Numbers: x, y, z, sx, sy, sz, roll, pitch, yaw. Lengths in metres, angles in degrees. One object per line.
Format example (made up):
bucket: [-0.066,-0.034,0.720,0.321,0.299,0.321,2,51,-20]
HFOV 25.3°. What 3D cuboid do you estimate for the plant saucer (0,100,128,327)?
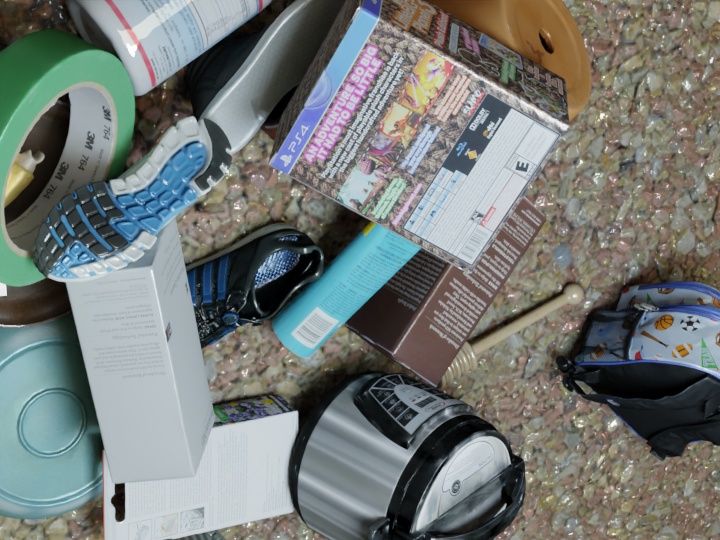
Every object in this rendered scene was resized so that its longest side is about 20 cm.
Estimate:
plant saucer: [-0.292,-0.052,1.378,0.198,0.032,0.203,-9,109,-26]

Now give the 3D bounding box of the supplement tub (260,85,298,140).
supplement tub: [0.004,-0.119,1.481,0.199,0.107,0.107,38,85,-32]

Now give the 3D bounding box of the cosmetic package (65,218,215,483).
cosmetic package: [-0.187,0.070,1.382,0.080,0.113,0.202,-7,115,8]

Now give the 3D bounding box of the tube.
tube: [0.000,0.000,1.498,0.200,0.051,0.077,-44,148,20]

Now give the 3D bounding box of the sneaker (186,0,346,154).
sneaker: [-0.082,-0.199,1.403,0.200,0.099,0.071,-45,130,8]

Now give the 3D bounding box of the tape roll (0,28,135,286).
tape roll: [-0.256,-0.088,1.275,0.201,0.048,0.201,-53,159,-31]

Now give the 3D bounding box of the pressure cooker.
pressure cooker: [0.055,0.205,1.532,0.177,0.199,0.179,-59,143,-9]

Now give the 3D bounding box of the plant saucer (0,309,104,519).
plant saucer: [-0.280,0.134,1.444,0.198,0.027,0.203,-9,108,-28]

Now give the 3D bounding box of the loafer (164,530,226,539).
loafer: [-0.214,0.301,1.516,0.198,0.075,0.070,-19,145,-25]

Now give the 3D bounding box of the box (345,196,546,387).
box: [0.083,0.002,1.567,0.075,0.100,0.201,38,85,-32]

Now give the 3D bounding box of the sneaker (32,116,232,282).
sneaker: [-0.192,-0.046,1.330,0.199,0.087,0.075,-38,92,-33]

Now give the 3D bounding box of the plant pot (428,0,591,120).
plant pot: [0.116,-0.180,1.452,0.199,0.139,0.202,30,49,-41]

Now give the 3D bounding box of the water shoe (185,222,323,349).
water shoe: [-0.124,0.024,1.468,0.199,0.079,0.072,-38,119,-15]

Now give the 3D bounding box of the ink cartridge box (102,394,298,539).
ink cartridge box: [-0.157,0.189,1.512,0.198,0.050,0.110,-8,113,-28]

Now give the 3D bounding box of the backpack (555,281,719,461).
backpack: [0.344,0.104,1.694,0.199,0.189,0.155,35,70,-32]

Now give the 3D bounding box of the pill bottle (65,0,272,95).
pill bottle: [-0.142,-0.246,1.359,0.199,0.108,0.109,-38,120,-15]

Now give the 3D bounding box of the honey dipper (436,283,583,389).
honey dipper: [0.152,0.061,1.665,0.199,0.038,0.038,-29,117,-23]

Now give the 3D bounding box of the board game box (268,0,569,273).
board game box: [0.049,-0.124,1.334,0.198,0.097,0.160,28,118,-11]

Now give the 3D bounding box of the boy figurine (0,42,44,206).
boy figurine: [-0.320,-0.089,1.296,0.124,0.064,0.202,23,90,-39]
